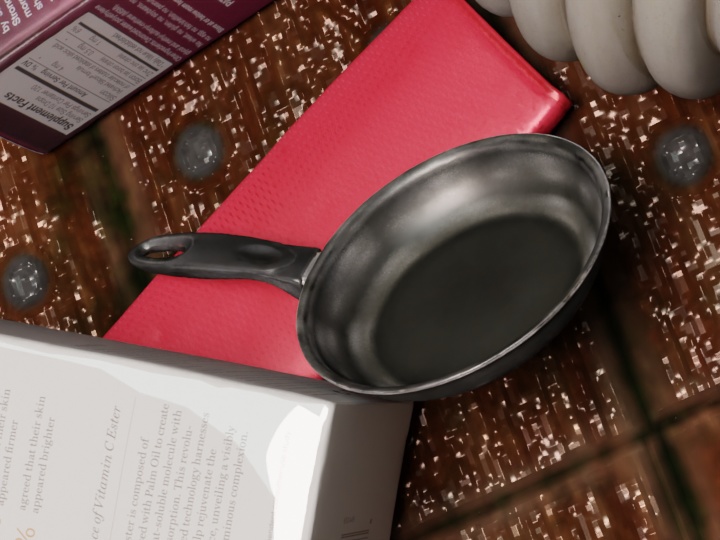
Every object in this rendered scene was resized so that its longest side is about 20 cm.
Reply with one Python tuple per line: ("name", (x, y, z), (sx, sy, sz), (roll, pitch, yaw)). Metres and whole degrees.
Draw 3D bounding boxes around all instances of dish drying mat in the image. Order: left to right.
("dish drying mat", (-0.016, -0.008, 0.869), (0.200, 0.018, 0.077), (-48, 67, 8))

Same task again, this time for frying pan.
("frying pan", (-0.001, 0.011, 0.812), (0.189, 0.031, 0.115), (-19, 38, 23))

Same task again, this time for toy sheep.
("toy sheep", (0.103, -0.116, 0.779), (0.199, 0.138, 0.139), (12, 84, 24))

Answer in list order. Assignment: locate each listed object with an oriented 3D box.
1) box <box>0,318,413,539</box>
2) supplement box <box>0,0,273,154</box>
("box", (-0.096, 0.086, 0.822), (0.198, 0.097, 0.125), (10, 91, 17))
("supplement box", (-0.078, -0.146, 0.885), (0.199, 0.086, 0.111), (-32, 69, 13))
